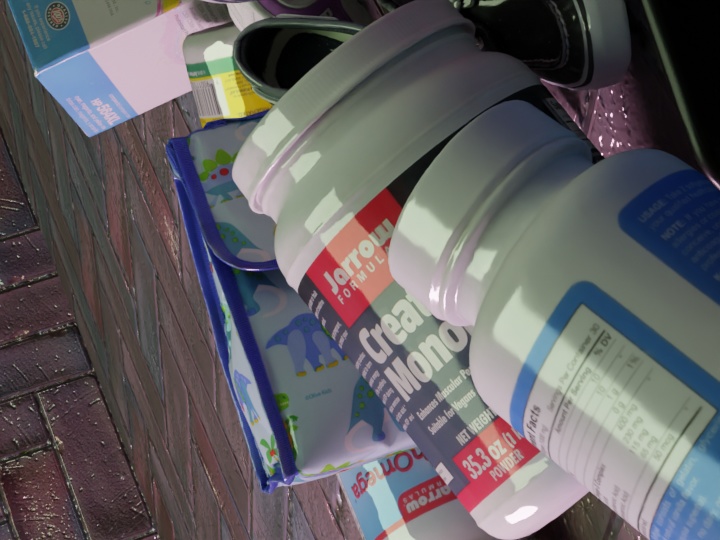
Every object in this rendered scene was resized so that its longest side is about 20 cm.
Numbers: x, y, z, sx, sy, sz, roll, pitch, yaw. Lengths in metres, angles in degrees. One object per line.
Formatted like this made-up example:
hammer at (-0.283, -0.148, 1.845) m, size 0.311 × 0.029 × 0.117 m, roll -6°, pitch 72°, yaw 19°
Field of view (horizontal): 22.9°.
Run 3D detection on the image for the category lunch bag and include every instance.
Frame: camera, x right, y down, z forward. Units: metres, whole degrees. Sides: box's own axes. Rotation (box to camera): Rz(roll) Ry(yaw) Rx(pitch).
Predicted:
lunch bag at (0.000, 0.000, 0.970) m, size 0.127 × 0.169 × 0.202 m, roll 132°, pitch 121°, yaw -74°

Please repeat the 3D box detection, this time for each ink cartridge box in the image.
ink cartridge box at (-0.132, -0.203, 1.201) m, size 0.125 × 0.199 × 0.129 m, roll 63°, pitch -176°, yaw -72°

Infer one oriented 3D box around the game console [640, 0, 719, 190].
game console at (0.099, -0.118, 0.597) m, size 0.176 × 0.116 × 0.202 m, roll 150°, pitch 102°, yaw -74°

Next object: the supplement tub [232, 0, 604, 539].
supplement tub at (0.052, -0.001, 0.758) m, size 0.200 × 0.140 × 0.140 m, roll 51°, pitch 161°, yaw 9°

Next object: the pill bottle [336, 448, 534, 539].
pill bottle at (0.042, 0.121, 1.070) m, size 0.109 × 0.108 × 0.201 m, roll 105°, pitch 144°, yaw -63°

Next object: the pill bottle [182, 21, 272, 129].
pill bottle at (-0.037, -0.065, 1.138) m, size 0.113 × 0.112 × 0.202 m, roll -161°, pitch 55°, yaw -71°

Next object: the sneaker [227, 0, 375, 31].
sneaker at (-0.023, -0.133, 1.036) m, size 0.201 × 0.075 × 0.100 m, roll 62°, pitch 168°, yaw -27°

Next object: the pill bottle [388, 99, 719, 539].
pill bottle at (0.109, 0.028, 0.613) m, size 0.200 × 0.112 × 0.113 m, roll 40°, pitch 151°, yaw 23°

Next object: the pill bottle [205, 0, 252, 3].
pill bottle at (-0.049, -0.190, 0.851) m, size 0.199 × 0.119 × 0.121 m, roll 2°, pitch 109°, yaw 54°

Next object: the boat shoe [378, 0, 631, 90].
boat shoe at (0.056, -0.126, 0.827) m, size 0.199 × 0.068 × 0.074 m, roll -131°, pitch 28°, yaw -56°

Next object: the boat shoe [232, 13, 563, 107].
boat shoe at (0.016, -0.083, 0.892) m, size 0.199 × 0.062 × 0.073 m, roll 26°, pitch 98°, yaw 36°
